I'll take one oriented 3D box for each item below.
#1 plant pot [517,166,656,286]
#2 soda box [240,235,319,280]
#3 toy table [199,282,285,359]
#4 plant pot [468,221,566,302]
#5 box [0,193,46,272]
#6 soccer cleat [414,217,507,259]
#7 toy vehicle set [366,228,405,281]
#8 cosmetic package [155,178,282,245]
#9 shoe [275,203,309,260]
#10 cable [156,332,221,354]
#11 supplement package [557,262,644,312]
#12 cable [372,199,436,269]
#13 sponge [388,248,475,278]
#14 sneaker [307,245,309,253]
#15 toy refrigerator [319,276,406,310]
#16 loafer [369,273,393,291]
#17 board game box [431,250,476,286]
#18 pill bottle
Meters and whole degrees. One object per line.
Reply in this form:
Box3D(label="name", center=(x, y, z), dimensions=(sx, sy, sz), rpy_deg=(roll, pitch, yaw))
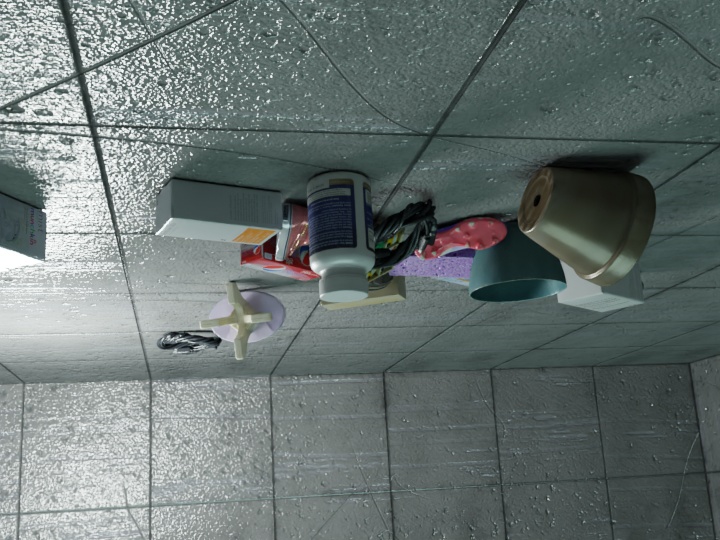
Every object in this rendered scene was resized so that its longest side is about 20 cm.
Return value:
Box3D(label="plant pot", center=(0.372, -0.094, 1.476), dimensions=(0.172, 0.202, 0.200), rpy_deg=(18, 160, -15))
Box3D(label="soda box", center=(-0.157, -0.029, 1.793), dimensions=(0.069, 0.064, 0.199), rpy_deg=(-14, 161, 36))
Box3D(label="toy table", center=(-0.295, 0.121, 2.145), dimensions=(0.198, 0.186, 0.117), rpy_deg=(-19, 178, 12))
Box3D(label="plant pot", center=(0.316, -0.022, 1.785), dimensions=(0.198, 0.136, 0.200), rpy_deg=(-4, 165, -1))
Box3D(label="box", center=(-0.671, -0.062, 1.480), dimensions=(0.198, 0.098, 0.176), rpy_deg=(-9, 165, 20))
Box3D(label="soccer cleat", center=(0.201, -0.070, 1.754), dimensions=(0.198, 0.067, 0.076), rpy_deg=(-16, -167, 22))
Box3D(label="toy vehicle set", center=(0.021, -0.026, 1.759), dimensions=(0.123, 0.027, 0.200), rpy_deg=(-28, 162, -15))
Box3D(label="cosmetic package", center=(-0.244, -0.098, 1.494), dimensions=(0.198, 0.072, 0.101), rpy_deg=(5, 163, -28))
Box3D(label="shoe", center=(-0.111, -0.067, 1.638), dimensions=(0.090, 0.072, 0.200), rpy_deg=(5, 160, -8))
Box3D(label="cable", center=(-0.531, 0.220, 2.707), dimensions=(0.198, 0.051, 0.163), rpy_deg=(-4, 161, 12))
Box3D(label="supplement package", center=(0.555, 0.018, 2.020), dimensions=(0.119, 0.123, 0.199), rpy_deg=(-16, 160, 42))
Box3D(label="cable", center=(0.066, -0.067, 1.602), dimensions=(0.162, 0.051, 0.200), rpy_deg=(-19, 160, -7))
Box3D(label="sponge", center=(0.154, -0.019, 1.898), dimensions=(0.198, 0.030, 0.112), rpy_deg=(2, 157, 10))
Box3D(label="sneaker", center=(-0.063, -0.038, 1.780), dimensions=(0.089, 0.067, 0.200), rpy_deg=(2, 158, -3))
Box3D(label="toy refrigerator", center=(0.006, 0.041, 2.075), dimensions=(0.198, 0.077, 0.070), rpy_deg=(-9, 165, 18))
Box3D(label="loafer", center=(0.000, 0.000, 1.939), dimensions=(0.198, 0.073, 0.063), rpy_deg=(11, 153, -35))
Box3D(label="board game box", center=(0.298, -0.008, 2.019), dimensions=(0.199, 0.042, 0.198), rpy_deg=(12, 159, -43))
Box3D(label="pill bottle", center=(-0.032, -0.054, 1.452), dimensions=(0.110, 0.202, 0.111), rpy_deg=(-3, 165, -1))
